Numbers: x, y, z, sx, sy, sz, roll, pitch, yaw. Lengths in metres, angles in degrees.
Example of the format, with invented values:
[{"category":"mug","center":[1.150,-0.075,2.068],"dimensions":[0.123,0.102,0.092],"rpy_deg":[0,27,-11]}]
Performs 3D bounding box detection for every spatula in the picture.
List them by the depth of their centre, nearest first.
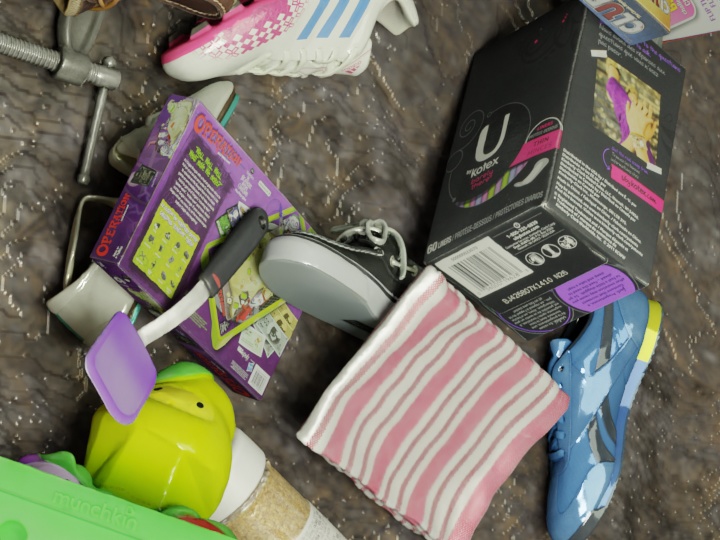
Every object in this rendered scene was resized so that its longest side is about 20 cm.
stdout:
[{"category":"spatula","center":[-0.108,0.021,1.491],"dimensions":[0.200,0.021,0.057],"rpy_deg":[-48,123,-41]}]

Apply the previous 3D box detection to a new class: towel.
[{"category":"towel","center":[0.054,0.098,1.636],"dimensions":[0.146,0.030,0.200],"rpy_deg":[-54,137,-6]}]

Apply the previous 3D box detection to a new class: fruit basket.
[{"category":"fruit basket","center":[-0.137,0.139,1.464],"dimensions":[0.215,0.156,0.216],"rpy_deg":[-2,73,5]}]

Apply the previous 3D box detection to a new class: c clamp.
[{"category":"c clamp","center":[-0.230,-0.168,1.522],"dimensions":[0.200,0.027,0.171],"rpy_deg":[23,75,-29]}]

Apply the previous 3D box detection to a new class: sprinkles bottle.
[{"category":"sprinkles bottle","center":[-0.041,0.191,1.604],"dimensions":[0.200,0.068,0.068],"rpy_deg":[47,65,-22]}]

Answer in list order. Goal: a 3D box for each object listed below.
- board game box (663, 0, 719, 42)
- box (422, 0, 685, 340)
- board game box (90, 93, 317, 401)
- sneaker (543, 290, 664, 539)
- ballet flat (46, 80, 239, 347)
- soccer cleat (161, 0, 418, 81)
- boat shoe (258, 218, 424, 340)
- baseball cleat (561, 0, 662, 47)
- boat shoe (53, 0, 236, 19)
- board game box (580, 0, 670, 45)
[{"category":"board game box","center":[0.260,-0.250,1.742],"dimensions":[0.040,0.200,0.153],"rpy_deg":[-35,107,-30]},{"category":"box","center":[0.136,-0.074,1.665],"dimensions":[0.106,0.122,0.200],"rpy_deg":[37,48,-26]},{"category":"board game box","center":[-0.092,-0.011,1.554],"dimensions":[0.120,0.032,0.200],"rpy_deg":[-62,145,-15]},{"category":"sneaker","center":[0.154,0.099,1.744],"dimensions":[0.078,0.066,0.200],"rpy_deg":[22,76,-18]},{"category":"ballet flat","center":[-0.143,-0.046,1.558],"dimensions":[0.069,0.069,0.200],"rpy_deg":[33,71,-27]},{"category":"soccer cleat","center":[-0.040,-0.158,1.619],"dimensions":[0.200,0.070,0.086],"rpy_deg":[-32,102,-31]},{"category":"boat shoe","center":[0.002,0.000,1.613],"dimensions":[0.199,0.074,0.068],"rpy_deg":[29,68,-50]},{"category":"baseball cleat","center":[0.163,-0.233,1.736],"dimensions":[0.070,0.106,0.200],"rpy_deg":[-23,94,10]},{"category":"boat shoe","center":[-0.172,-0.191,1.514],"dimensions":[0.200,0.072,0.072],"rpy_deg":[22,76,-24]},{"category":"board game box","center":[0.144,-0.256,1.612],"dimensions":[0.200,0.035,0.136],"rpy_deg":[35,51,-45]}]
